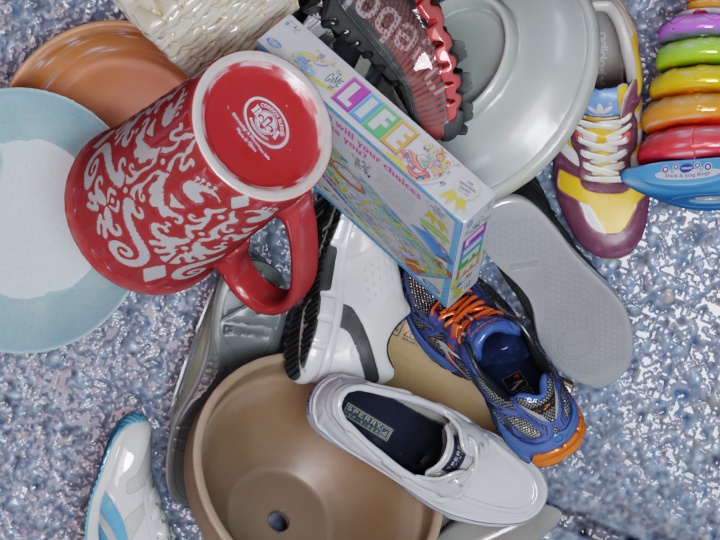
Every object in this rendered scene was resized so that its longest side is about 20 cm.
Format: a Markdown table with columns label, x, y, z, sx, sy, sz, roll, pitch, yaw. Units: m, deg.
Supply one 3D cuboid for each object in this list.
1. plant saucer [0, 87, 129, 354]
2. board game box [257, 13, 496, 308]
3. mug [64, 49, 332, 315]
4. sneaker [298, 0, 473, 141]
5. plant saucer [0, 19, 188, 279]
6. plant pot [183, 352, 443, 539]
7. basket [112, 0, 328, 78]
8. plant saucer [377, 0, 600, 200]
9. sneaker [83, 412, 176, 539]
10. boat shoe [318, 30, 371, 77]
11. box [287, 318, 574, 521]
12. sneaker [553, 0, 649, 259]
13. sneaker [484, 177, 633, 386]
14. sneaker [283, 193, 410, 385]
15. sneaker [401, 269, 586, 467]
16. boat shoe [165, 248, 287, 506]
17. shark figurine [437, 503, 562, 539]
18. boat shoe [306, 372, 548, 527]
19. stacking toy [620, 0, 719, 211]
| label | x | y | z | sx | sy | sz | roll | pitch | yaw |
| --- | --- | --- | --- | --- | --- | --- | --- | --- | --- |
| plant saucer | -0.256 | -0.038 | 1.703 | 0.200 | 0.039 | 0.202 | 0 | 94 | 6 |
| board game box | 0.007 | -0.076 | 1.588 | 0.200 | 0.135 | 0.034 | 43 | 69 | 16 |
| mug | -0.093 | -0.065 | 1.589 | 0.177 | 0.200 | 0.134 | 21 | 65 | -22 |
| sneaker | 0.012 | -0.173 | 1.532 | 0.098 | 0.071 | 0.201 | -23 | 111 | -5 |
| plant saucer | -0.184 | -0.092 | 1.727 | 0.199 | 0.037 | 0.201 | 0 | 95 | 6 |
| plant pot | -0.047 | 0.169 | 1.662 | 0.201 | 0.201 | 0.093 | 43 | 140 | 2 |
| basket | -0.105 | -0.259 | 1.611 | 0.198 | 0.161 | 0.200 | -41 | 67 | 7 |
| plant saucer | 0.078 | -0.144 | 1.625 | 0.200 | 0.050 | 0.201 | -20 | 55 | 32 |
| sneaker | -0.174 | 0.208 | 1.738 | 0.080 | 0.077 | 0.201 | 7 | 102 | -1 |
| boat shoe | 0.005 | -0.220 | 1.675 | 0.067 | 0.072 | 0.200 | 28 | 99 | 0 |
| box | 0.041 | 0.119 | 1.724 | 0.200 | 0.021 | 0.164 | 25 | 98 | 4 |
| sneaker | 0.175 | -0.106 | 1.655 | 0.075 | 0.090 | 0.201 | -6 | 94 | 7 |
| sneaker | 0.142 | -0.004 | 1.682 | 0.071 | 0.099 | 0.200 | -31 | 122 | 11 |
| sneaker | 0.000 | 0.000 | 1.682 | 0.080 | 0.074 | 0.201 | 18 | 70 | -18 |
| sneaker | 0.096 | 0.051 | 1.644 | 0.075 | 0.079 | 0.200 | -36 | 55 | -11 |
| boat shoe | -0.105 | 0.084 | 1.725 | 0.074 | 0.065 | 0.203 | 9 | 102 | -14 |
| shark figurine | 0.054 | 0.259 | 1.687 | 0.128 | 0.089 | 0.215 | 21 | 101 | 6 |
| boat shoe | 0.055 | 0.135 | 1.619 | 0.200 | 0.065 | 0.074 | 23 | 83 | -18 |
| stacking toy | 0.252 | -0.149 | 1.620 | 0.116 | 0.110 | 0.201 | -3 | 82 | 25 |
